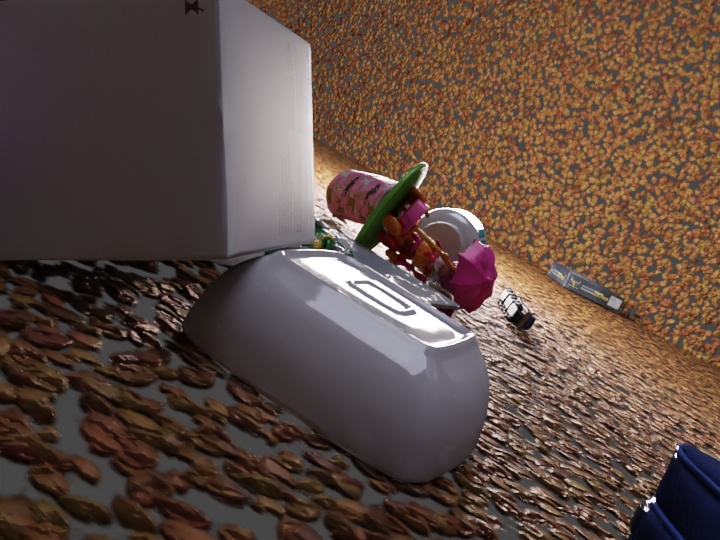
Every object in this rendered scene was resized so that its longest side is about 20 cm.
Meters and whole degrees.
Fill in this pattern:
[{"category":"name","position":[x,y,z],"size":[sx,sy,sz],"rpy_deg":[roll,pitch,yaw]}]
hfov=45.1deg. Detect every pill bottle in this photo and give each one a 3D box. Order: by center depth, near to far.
[{"category":"pill bottle","position":[0.137,-0.041,1.361],"size":[0.109,0.113,0.200],"rpy_deg":[28,9,10]}]

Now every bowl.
[{"category":"bowl","position":[0.000,0.050,0.596],"size":[0.198,0.076,0.199],"rpy_deg":[32,11,18]}]

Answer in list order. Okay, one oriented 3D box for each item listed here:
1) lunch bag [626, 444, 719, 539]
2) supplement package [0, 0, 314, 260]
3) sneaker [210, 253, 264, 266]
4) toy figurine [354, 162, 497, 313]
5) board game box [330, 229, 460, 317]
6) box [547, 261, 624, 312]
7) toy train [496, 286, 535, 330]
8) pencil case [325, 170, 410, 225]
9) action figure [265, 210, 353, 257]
[{"category":"lunch bag","position":[0.168,0.157,0.300],"size":[0.133,0.135,0.200],"rpy_deg":[24,9,-15]},{"category":"supplement package","position":[-0.126,-0.089,0.586],"size":[0.147,0.156,0.200],"rpy_deg":[0,4,12]},{"category":"sneaker","position":[-0.161,-0.070,0.750],"size":[0.197,0.086,0.073],"rpy_deg":[26,7,-19]},{"category":"toy figurine","position":[0.100,-0.017,1.178],"size":[0.184,0.150,0.200],"rpy_deg":[42,-19,7]},{"category":"board game box","position":[0.000,0.000,1.010],"size":[0.198,0.026,0.199],"rpy_deg":[32,10,25]},{"category":"box","position":[0.678,0.048,2.619],"size":[0.197,0.052,0.158],"rpy_deg":[26,8,-10]},{"category":"toy train","position":[0.244,0.062,1.364],"size":[0.046,0.034,0.200],"rpy_deg":[39,8,-1]},{"category":"pencil case","position":[0.017,-0.107,1.376],"size":[0.081,0.089,0.199],"rpy_deg":[0,11,-27]},{"category":"action figure","position":[-0.087,-0.053,0.913],"size":[0.198,0.056,0.118],"rpy_deg":[32,38,19]}]
